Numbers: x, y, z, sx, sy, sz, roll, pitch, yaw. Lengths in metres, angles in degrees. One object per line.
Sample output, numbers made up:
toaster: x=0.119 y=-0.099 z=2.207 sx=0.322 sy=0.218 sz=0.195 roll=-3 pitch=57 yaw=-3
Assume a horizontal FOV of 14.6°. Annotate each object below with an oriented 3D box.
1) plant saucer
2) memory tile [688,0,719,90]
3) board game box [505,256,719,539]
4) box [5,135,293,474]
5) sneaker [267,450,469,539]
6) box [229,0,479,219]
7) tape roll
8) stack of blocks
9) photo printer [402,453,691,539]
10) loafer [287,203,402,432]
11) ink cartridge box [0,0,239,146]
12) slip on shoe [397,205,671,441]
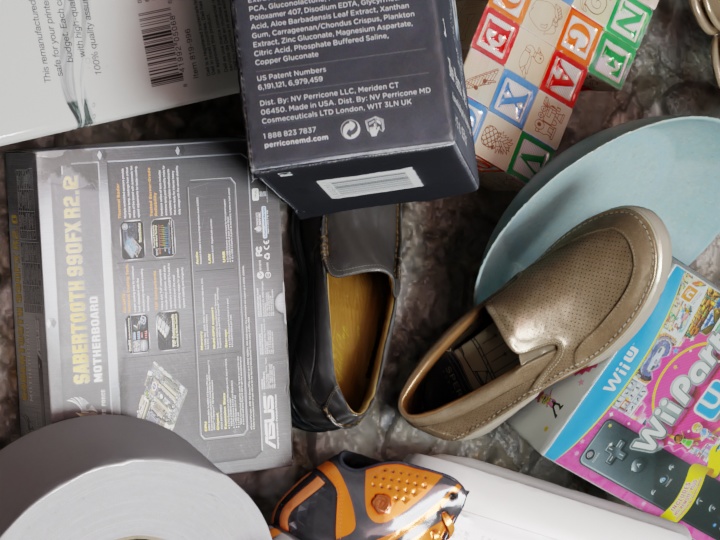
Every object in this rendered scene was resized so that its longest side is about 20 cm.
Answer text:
plant saucer: x=0.149 y=-0.036 z=1.755 sx=0.201 sy=0.201 sz=0.039 roll=-15 pitch=55 yaw=-29
memory tile: x=0.245 y=-0.167 z=1.825 sx=0.153 sy=0.017 sz=0.200 roll=-44 pitch=117 yaw=-61
board game box: x=0.208 y=0.084 z=1.786 sx=0.200 sy=0.064 sz=0.148 roll=30 pitch=98 yaw=-34
box: x=-0.122 y=0.024 z=1.643 sx=0.158 sy=0.048 sz=0.200 roll=-6 pitch=94 yaw=-29
sneaker: x=0.043 y=0.184 z=1.651 sx=0.200 sy=0.078 sz=0.112 roll=44 pitch=76 yaw=-10
box: x=-0.006 y=-0.145 z=1.590 sx=0.117 sy=0.197 sz=0.200 roll=-8 pitch=84 yaw=5
tape roll: x=-0.148 y=0.185 z=1.588 sx=0.200 sy=0.066 sz=0.201 roll=-13 pitch=116 yaw=-28
stack of blocks: x=0.112 y=-0.152 z=1.769 sx=0.115 sy=0.059 sz=0.200 roll=29 pitch=77 yaw=-28
photo printer: x=0.090 y=0.209 z=1.737 sx=0.200 sy=0.069 sz=0.167 roll=17 pitch=82 yaw=-12
loafer: x=0.000 y=0.000 z=1.699 sx=0.073 sy=0.072 sz=0.200 roll=7 pitch=87 yaw=-29
ink cartridge box: x=-0.172 y=-0.154 z=1.590 sx=0.200 sy=0.083 sz=0.147 roll=-14 pitch=98 yaw=-30
slip on shoe: x=0.103 y=0.033 z=1.703 sx=0.061 sy=0.200 sz=0.076 roll=10 pitch=47 yaw=-56
